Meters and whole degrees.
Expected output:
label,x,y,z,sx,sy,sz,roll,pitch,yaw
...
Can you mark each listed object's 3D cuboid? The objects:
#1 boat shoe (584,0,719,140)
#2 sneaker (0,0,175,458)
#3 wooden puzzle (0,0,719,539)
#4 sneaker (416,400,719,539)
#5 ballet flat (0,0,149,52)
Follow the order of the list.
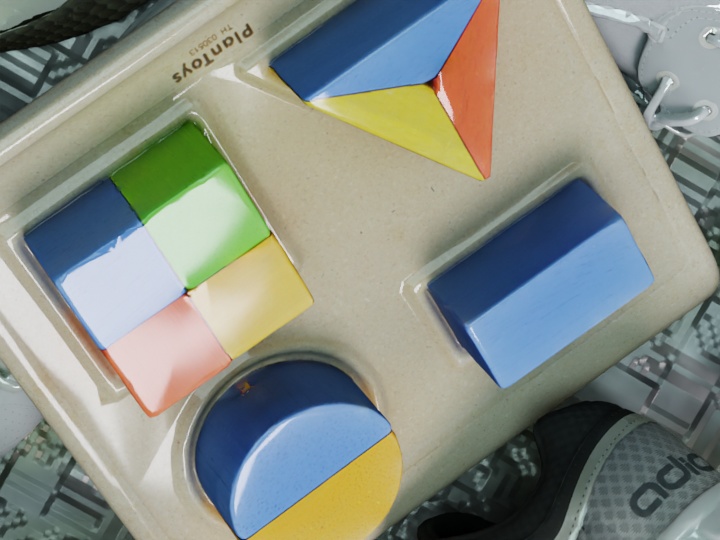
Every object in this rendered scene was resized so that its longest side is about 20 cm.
label,x,y,z,sx,sy,sz,roll,pitch,yaw
boat shoe,0.109,-0.069,0.774,0.200,0.072,0.069,5,98,-13
sneaker,-0.089,-0.007,0.761,0.070,0.080,0.200,42,95,-10
wooden puzzle,0.000,0.000,0.727,0.185,0.046,0.200,-36,130,-5
sneaker,0.041,0.117,0.791,0.087,0.074,0.200,47,115,26
ballet flat,-0.128,-0.087,0.763,0.200,0.046,0.068,-16,99,-1
